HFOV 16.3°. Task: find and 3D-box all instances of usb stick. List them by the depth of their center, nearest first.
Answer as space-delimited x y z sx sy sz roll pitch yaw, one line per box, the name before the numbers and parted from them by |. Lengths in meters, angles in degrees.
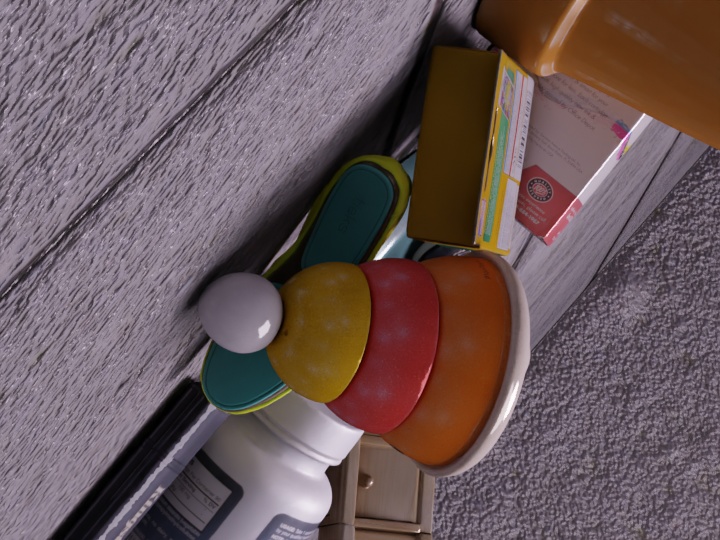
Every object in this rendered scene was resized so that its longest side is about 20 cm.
usb stick | -0.159 0.155 1.674 0.200 0.033 0.055 -50 172 -4

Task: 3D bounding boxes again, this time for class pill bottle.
pill bottle | -0.091 0.161 1.763 0.200 0.120 0.120 -52 172 10

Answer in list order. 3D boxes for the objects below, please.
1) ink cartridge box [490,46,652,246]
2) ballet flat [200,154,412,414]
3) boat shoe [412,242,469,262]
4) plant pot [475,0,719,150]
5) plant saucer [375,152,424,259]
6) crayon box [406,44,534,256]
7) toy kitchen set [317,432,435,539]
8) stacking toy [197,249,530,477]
ink cartridge box | 0.151 -0.131 1.785 0.200 0.116 0.067 -51 171 2
ballet flat | -0.029 0.009 1.628 0.200 0.067 0.067 -55 173 14
boat shoe | 0.085 0.019 1.925 0.073 0.063 0.200 -26 159 -6
plant pot | 0.208 -0.180 1.647 0.200 0.183 0.200 -49 172 -10
plant saucer | 0.000 0.000 1.836 0.200 0.036 0.200 -49 171 -11
crayon box | 0.072 -0.077 1.648 0.200 0.052 0.126 9 89 -81
toy kitchen set | 0.000 0.138 1.845 0.180 0.163 0.200 158 -62 -66
stacking toy | -0.009 0.039 1.547 0.146 0.200 0.146 -44 -142 49
